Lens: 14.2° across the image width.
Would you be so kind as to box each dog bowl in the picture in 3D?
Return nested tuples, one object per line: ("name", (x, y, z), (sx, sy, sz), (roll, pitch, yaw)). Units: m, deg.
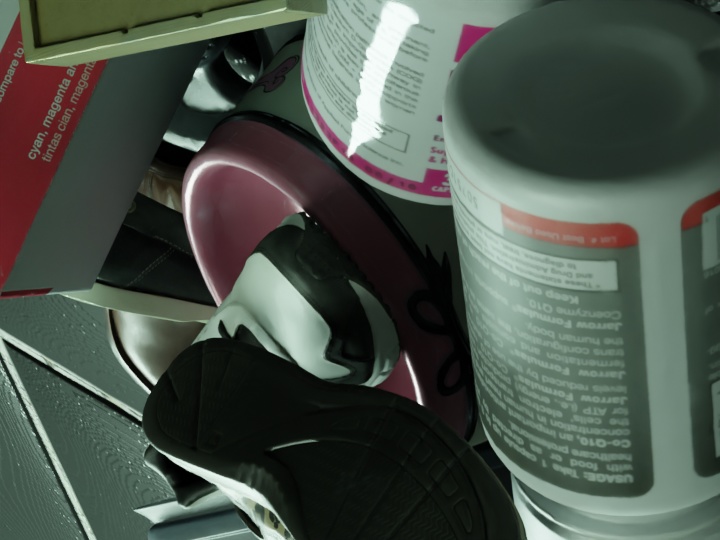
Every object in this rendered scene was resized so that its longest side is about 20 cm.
("dog bowl", (0.000, 0.000, 1.266), (0.200, 0.074, 0.200), (42, 154, 26))

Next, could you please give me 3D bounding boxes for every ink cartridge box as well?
("ink cartridge box", (-0.191, -0.096, 1.260), (0.200, 0.145, 0.145), (27, -173, 9))

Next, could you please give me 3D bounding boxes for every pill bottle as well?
("pill bottle", (0.093, 0.013, 1.027), (0.114, 0.114, 0.200), (28, 143, 35))
("pill bottle", (0.041, -0.118, 1.070), (0.113, 0.113, 0.200), (40, 156, 14))

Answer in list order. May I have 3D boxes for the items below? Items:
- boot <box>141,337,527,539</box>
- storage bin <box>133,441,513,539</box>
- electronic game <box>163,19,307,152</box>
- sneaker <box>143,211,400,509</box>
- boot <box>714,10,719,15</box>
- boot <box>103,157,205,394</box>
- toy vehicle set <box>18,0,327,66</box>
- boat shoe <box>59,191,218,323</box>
("boot", (0.016, 0.109, 1.138), (0.200, 0.073, 0.151), (22, 162, 43))
("storage bin", (0.001, 0.155, 1.388), (0.145, 0.200, 0.135), (-16, 85, 46))
("electronic game", (-0.093, -0.131, 1.358), (0.200, 0.042, 0.200), (28, 146, 21))
("sneaker", (-0.041, 0.047, 1.219), (0.074, 0.080, 0.200), (50, 154, 15))
("boot", (0.189, 0.012, 1.073), (0.200, 0.076, 0.168), (37, 152, 37))
("boot", (-0.058, 0.019, 1.522), (0.200, 0.064, 0.187), (11, 137, 46))
("toy vehicle set", (-0.080, -0.184, 1.079), (0.124, 0.026, 0.201), (-7, 88, 33))
("boat shoe", (-0.048, -0.001, 1.383), (0.200, 0.068, 0.072), (12, 176, -27))
